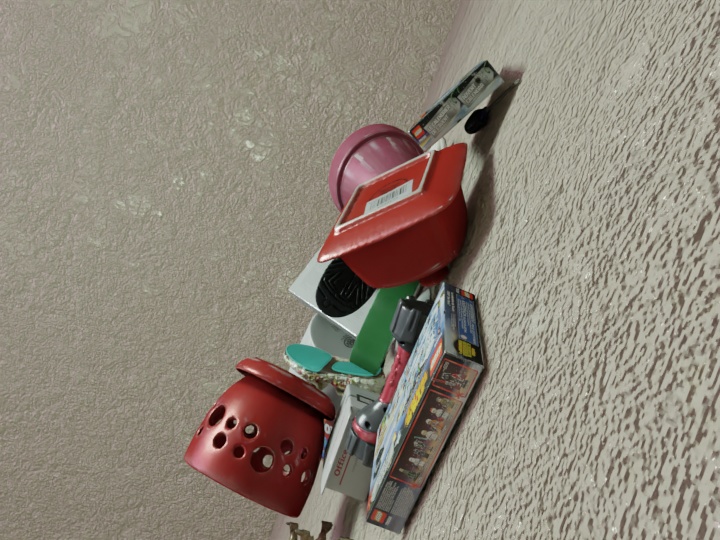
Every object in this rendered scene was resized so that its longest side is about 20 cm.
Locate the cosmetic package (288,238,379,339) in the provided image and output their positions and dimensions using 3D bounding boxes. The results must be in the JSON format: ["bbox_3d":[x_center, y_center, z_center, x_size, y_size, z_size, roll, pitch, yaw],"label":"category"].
[{"bbox_3d":[-0.017,0.026,1.128,0.152,0.198,0.052,-53,-41,-9],"label":"cosmetic package"}]

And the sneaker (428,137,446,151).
[{"bbox_3d":[0.121,-0.185,1.298,0.075,0.080,0.203,-72,4,-74],"label":"sneaker"}]

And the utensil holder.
[{"bbox_3d":[-0.053,0.196,1.216,0.171,0.167,0.202,-73,7,-50],"label":"utensil holder"}]

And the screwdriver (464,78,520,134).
[{"bbox_3d":[0.187,-0.239,0.893,0.200,0.027,0.030,129,133,-78],"label":"screwdriver"}]

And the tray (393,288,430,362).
[{"bbox_3d":[0.065,0.113,0.857,0.201,0.022,0.109,-75,4,-61],"label":"tray"}]

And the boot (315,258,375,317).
[{"bbox_3d":[0.000,0.000,0.986,0.202,0.076,0.168,-55,-3,-15],"label":"boot"}]

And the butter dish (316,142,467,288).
[{"bbox_3d":[0.068,-0.046,0.813,0.197,0.149,0.201,-21,23,27],"label":"butter dish"}]

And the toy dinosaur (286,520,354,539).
[{"bbox_3d":[-0.069,0.420,0.840,0.199,0.084,0.139,160,122,-66],"label":"toy dinosaur"}]

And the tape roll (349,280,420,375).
[{"bbox_3d":[0.048,0.057,0.947,0.203,0.047,0.201,-63,-7,-14],"label":"tape roll"}]

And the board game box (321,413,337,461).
[{"bbox_3d":[-0.091,0.279,1.150,0.019,0.198,0.105,-16,-56,-43],"label":"board game box"}]

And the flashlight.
[{"bbox_3d":[0.038,0.130,0.731,0.067,0.067,0.204,-11,-58,-53],"label":"flashlight"}]

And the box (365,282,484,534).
[{"bbox_3d":[0.061,0.131,0.610,0.137,0.039,0.203,-73,4,-65],"label":"box"}]

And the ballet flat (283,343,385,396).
[{"bbox_3d":[-0.048,0.180,1.056,0.075,0.196,0.065,-33,-51,-52],"label":"ballet flat"}]

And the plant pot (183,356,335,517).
[{"bbox_3d":[-0.141,0.251,0.960,0.185,0.198,0.201,-61,0,-17],"label":"plant pot"}]

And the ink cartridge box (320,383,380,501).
[{"bbox_3d":[-0.006,0.244,0.888,0.200,0.065,0.118,-161,91,-88],"label":"ink cartridge box"}]

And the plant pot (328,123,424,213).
[{"bbox_3d":[0.057,-0.151,1.158,0.179,0.196,0.204,50,123,56],"label":"plant pot"}]

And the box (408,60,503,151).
[{"bbox_3d":[0.138,-0.245,0.916,0.136,0.040,0.200,-41,7,17],"label":"box"}]
